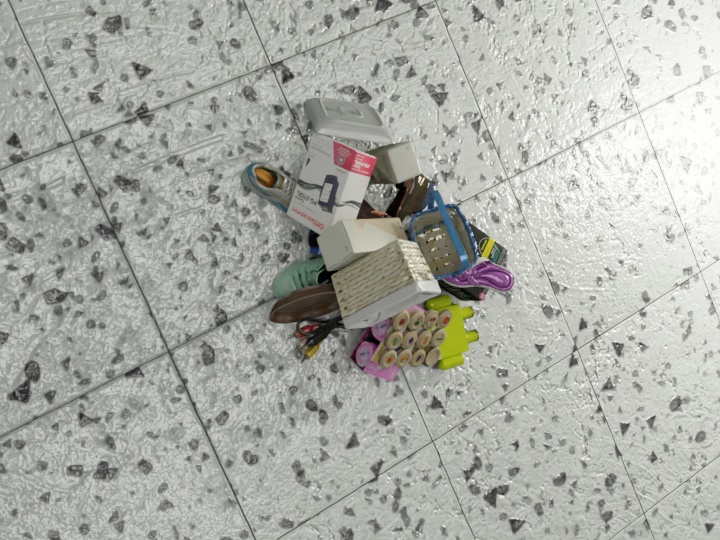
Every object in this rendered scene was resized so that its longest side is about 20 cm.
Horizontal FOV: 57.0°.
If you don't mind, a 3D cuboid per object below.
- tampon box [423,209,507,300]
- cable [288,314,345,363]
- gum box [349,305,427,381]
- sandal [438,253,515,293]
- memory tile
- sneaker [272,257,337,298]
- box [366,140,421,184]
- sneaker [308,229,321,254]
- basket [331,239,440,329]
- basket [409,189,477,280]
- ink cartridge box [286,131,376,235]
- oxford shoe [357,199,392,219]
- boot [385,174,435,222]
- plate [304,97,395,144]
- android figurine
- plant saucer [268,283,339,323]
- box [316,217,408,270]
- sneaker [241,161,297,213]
[{"bbox_3d":[0.237,-0.038,1.663,0.198,0.126,0.152,32,78,-13],"label":"tampon box"},{"bbox_3d":[-0.085,0.135,1.601,0.198,0.050,0.099,-30,101,-27],"label":"cable"},{"bbox_3d":[0.076,0.153,1.579,0.112,0.066,0.203,26,98,-44],"label":"gum box"},{"bbox_3d":[0.284,0.003,1.583,0.197,0.050,0.085,9,84,-14],"label":"sandal"},{"bbox_3d":[0.133,0.163,1.573,0.196,0.017,0.157,2,114,-40],"label":"memory tile"},{"bbox_3d":[-0.123,0.015,1.527,0.196,0.118,0.075,-24,97,6],"label":"sneaker"},{"bbox_3d":[0.067,-0.254,1.578,0.067,0.199,0.084,-24,102,-16],"label":"box"},{"bbox_3d":[-0.030,-0.080,1.609,0.194,0.070,0.080,-2,95,-17],"label":"sneaker"},{"bbox_3d":[0.051,0.030,1.425,0.197,0.135,0.126,-27,77,23],"label":"basket"},{"bbox_3d":[0.186,-0.064,1.472,0.136,0.201,0.180,-17,74,-9],"label":"basket"},{"bbox_3d":[-0.067,-0.187,1.497,0.083,0.143,0.205,5,109,-51],"label":"ink cartridge box"},{"bbox_3d":[0.045,-0.119,1.595,0.070,0.073,0.201,-18,56,-38],"label":"oxford shoe"},{"bbox_3d":[0.122,-0.151,1.658,0.095,0.075,0.205,17,93,-22],"label":"boot"},{"bbox_3d":[-0.027,-0.363,1.570,0.194,0.201,0.033,5,123,-17],"label":"plate"},{"bbox_3d":[0.207,0.159,1.689,0.195,0.041,0.187,-12,91,-20],"label":"android figurine"},{"bbox_3d":[-0.117,0.073,1.512,0.195,0.201,0.033,-12,74,-18],"label":"plant saucer"},{"bbox_3d":[0.009,-0.059,1.455,0.197,0.094,0.079,-6,70,-49],"label":"box"},{"bbox_3d":[-0.182,-0.189,1.559,0.196,0.080,0.078,23,79,-22],"label":"sneaker"}]
